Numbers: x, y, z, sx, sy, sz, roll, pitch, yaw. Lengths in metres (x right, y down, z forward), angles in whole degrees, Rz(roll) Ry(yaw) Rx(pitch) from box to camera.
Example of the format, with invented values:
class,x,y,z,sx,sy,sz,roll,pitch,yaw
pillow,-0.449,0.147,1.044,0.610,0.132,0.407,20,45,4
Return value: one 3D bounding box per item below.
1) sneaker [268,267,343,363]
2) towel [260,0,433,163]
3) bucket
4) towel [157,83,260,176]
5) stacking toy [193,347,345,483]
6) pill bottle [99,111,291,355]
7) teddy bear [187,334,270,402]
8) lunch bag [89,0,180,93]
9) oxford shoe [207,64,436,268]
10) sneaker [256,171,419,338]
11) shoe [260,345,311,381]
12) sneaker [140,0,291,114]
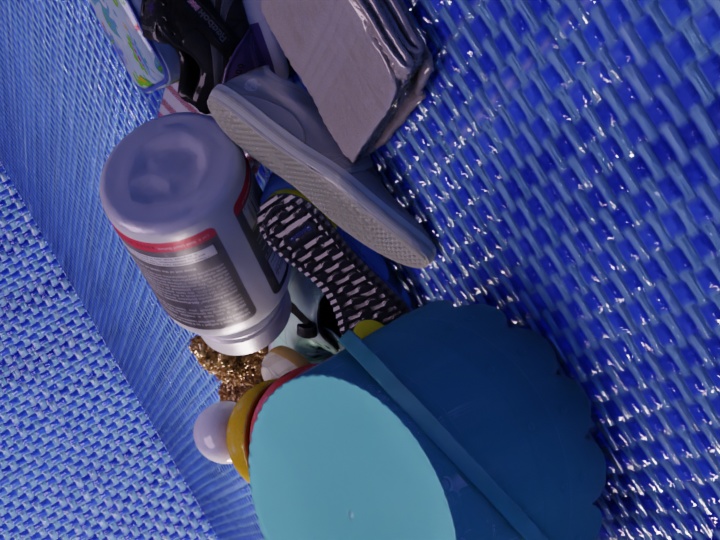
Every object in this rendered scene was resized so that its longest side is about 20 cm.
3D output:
class,x,y,z,sx,sy,sz,roll,pitch,yaw
sneaker,-0.027,0.072,1.373,0.118,0.074,0.201,37,154,48
towel,-0.012,-0.149,0.992,0.133,0.034,0.200,61,166,3
bucket,0.037,0.128,1.006,0.206,0.134,0.209,18,117,39
towel,-0.137,-0.070,1.365,0.146,0.030,0.201,45,124,43
stacking toy,-0.054,0.125,1.203,0.199,0.146,0.147,-2,122,38
pill bottle,-0.116,-0.019,1.229,0.111,0.110,0.200,49,169,35
teddy bear,-0.100,0.053,1.445,0.066,0.145,0.201,11,138,27
lunch bag,-0.183,-0.245,1.273,0.201,0.082,0.161,63,164,-9
oxford shoe,-0.020,-0.077,1.115,0.200,0.058,0.075,40,161,16
sneaker,0.000,0.000,1.204,0.200,0.066,0.079,52,-151,-18
shoe,-0.039,0.137,1.291,0.200,0.053,0.070,53,154,39
sneaker,-0.121,-0.204,1.137,0.076,0.087,0.201,34,150,58
